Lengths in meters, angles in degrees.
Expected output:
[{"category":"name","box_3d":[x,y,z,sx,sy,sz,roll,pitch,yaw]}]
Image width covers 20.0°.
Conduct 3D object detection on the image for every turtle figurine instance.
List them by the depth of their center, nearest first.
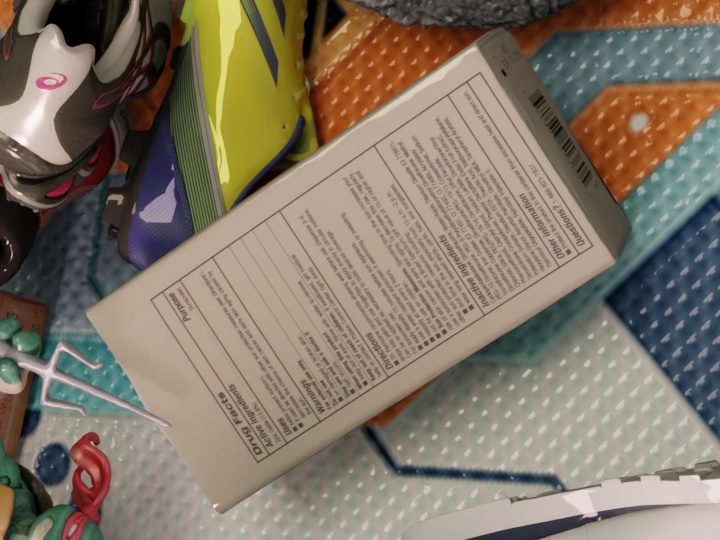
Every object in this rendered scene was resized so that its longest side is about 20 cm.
[{"category":"turtle figurine","box_3d":[-0.178,0.100,0.831,0.198,0.101,0.151,7,65,8]}]

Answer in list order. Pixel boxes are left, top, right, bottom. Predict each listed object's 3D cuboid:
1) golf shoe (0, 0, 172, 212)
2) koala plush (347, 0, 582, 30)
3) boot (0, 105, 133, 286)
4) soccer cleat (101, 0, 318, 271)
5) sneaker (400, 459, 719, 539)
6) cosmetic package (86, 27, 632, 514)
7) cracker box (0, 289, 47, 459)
[{"category":"golf shoe","box_3d":[-0.115,-0.111,0.905,0.088,0.077,0.201,-53,15,38]},{"category":"koala plush","box_3d":[0.033,-0.198,0.798,0.183,0.200,0.178,29,80,16]},{"category":"boot","box_3d":[-0.219,-0.032,0.946,0.198,0.073,0.145,-5,32,28]},{"category":"soccer cleat","box_3d":[-0.050,-0.086,0.925,0.083,0.065,0.202,19,80,2]},{"category":"sneaker","box_3d":[0.112,0.115,0.765,0.199,0.076,0.081,-16,79,30]},{"category":"cosmetic package","box_3d":[0.000,0.000,0.832,0.199,0.071,0.106,-32,93,18]},{"category":"cracker box","box_3d":[-0.254,0.066,0.987,0.198,0.058,0.135,7,81,32]}]
